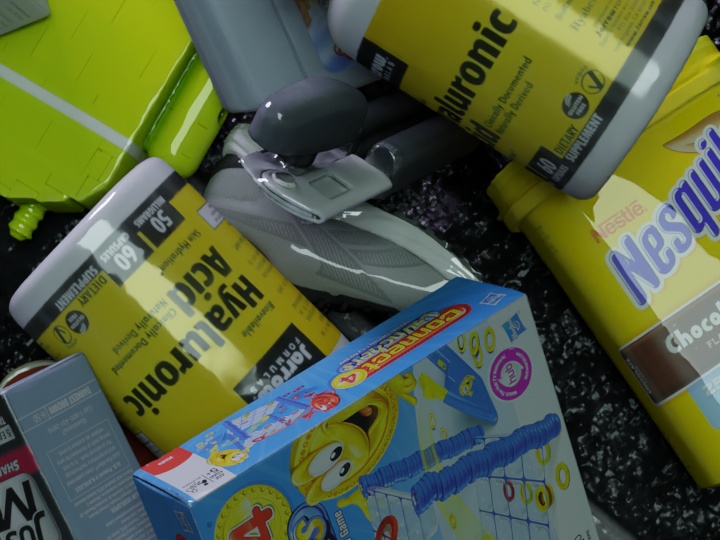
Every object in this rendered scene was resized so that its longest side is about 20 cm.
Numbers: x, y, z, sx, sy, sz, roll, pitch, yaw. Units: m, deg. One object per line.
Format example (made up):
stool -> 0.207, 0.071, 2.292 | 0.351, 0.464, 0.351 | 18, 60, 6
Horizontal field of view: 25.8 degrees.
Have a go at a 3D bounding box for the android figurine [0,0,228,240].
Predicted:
android figurine -> -0.156, -0.115, 0.858 | 0.181, 0.041, 0.201 | 28, 87, 11

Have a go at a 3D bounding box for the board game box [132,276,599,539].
board game box -> 0.018, 0.137, 0.741 | 0.195, 0.056, 0.201 | -30, 113, -28

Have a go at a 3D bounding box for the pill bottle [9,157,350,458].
pill bottle -> -0.071, 0.048, 0.796 | 0.200, 0.111, 0.111 | 44, 78, -6

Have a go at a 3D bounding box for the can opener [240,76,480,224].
can opener -> 0.010, -0.069, 0.803 | 0.053, 0.200, 0.067 | 38, 118, 16

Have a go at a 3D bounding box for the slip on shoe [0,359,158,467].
slip on shoe -> -0.115, 0.123, 0.809 | 0.074, 0.061, 0.200 | -40, 81, -10

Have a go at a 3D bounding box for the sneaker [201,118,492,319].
sneaker -> 0.000, 0.000, 0.845 | 0.199, 0.074, 0.080 | 32, 86, 10

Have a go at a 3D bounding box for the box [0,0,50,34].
box -> -0.283, -0.168, 0.820 | 0.199, 0.097, 0.125 | -20, 76, 7

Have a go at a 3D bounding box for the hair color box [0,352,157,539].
hair color box -> -0.138, 0.153, 0.756 | 0.099, 0.061, 0.201 | -25, 93, 35

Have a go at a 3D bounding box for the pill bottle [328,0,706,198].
pill bottle -> 0.054, -0.131, 0.752 | 0.199, 0.111, 0.112 | 33, 77, 2

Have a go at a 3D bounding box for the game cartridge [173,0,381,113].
game cartridge -> -0.003, -0.170, 0.832 | 0.199, 0.042, 0.134 | -29, 101, -15

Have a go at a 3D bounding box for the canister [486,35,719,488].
canister -> 0.184, -0.003, 0.845 | 0.148, 0.087, 0.201 | -33, 83, -10
